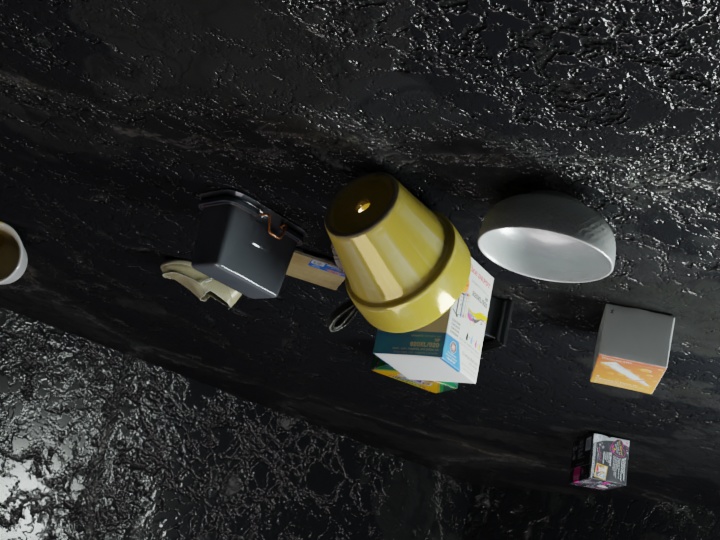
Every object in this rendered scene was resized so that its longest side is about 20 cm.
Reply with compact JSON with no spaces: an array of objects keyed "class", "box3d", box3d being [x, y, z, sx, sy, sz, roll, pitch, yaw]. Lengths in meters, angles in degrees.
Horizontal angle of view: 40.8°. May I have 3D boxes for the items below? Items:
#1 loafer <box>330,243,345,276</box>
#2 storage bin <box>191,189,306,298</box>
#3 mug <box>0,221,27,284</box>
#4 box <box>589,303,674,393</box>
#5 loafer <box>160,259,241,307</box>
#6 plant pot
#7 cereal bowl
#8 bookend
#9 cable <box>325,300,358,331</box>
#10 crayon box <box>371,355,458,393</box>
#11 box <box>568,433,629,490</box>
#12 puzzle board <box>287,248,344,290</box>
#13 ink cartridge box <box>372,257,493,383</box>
[{"class":"loafer","box3d":[0.000,0.000,1.817,0.071,0.064,0.200,6,160,28]},{"class":"storage bin","box3d":[-0.204,-0.039,1.751,0.144,0.137,0.199,-3,156,44]},{"class":"mug","box3d":[-0.871,-0.049,2.316,0.147,0.190,0.153,-17,174,-8]},{"class":"box","box3d":[0.500,0.148,1.797,0.122,0.099,0.200,11,161,13]},{"class":"loafer","box3d":[-0.361,0.030,2.189,0.196,0.070,0.076,16,162,-3]},{"class":"plant pot","box3d":[0.045,-0.041,1.485,0.198,0.203,0.190,0,141,38]},{"class":"cereal bowl","box3d":[0.272,-0.057,1.396,0.196,0.085,0.201,14,161,5]},{"class":"bookend","box3d":[0.164,0.090,1.904,0.196,0.094,0.200,21,160,-17]},{"class":"cable","box3d":[0.024,0.047,1.797,0.050,0.199,0.098,46,160,23]},{"class":"crayon box","box3d":[0.140,0.249,2.449,0.197,0.059,0.119,21,161,-18]},{"class":"box","box3d":[0.688,0.552,2.789,0.112,0.135,0.200,12,163,-2]},{"class":"puzzle board","box3d":[-0.124,-0.015,1.953,0.196,0.018,0.151,18,161,-9]},{"class":"ink cartridge box","box3d":[0.133,0.079,1.720,0.142,0.204,0.147,0,157,33]}]
